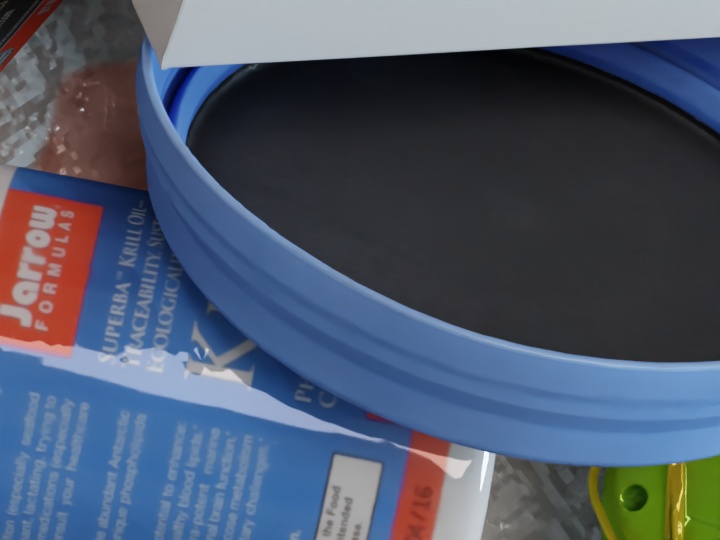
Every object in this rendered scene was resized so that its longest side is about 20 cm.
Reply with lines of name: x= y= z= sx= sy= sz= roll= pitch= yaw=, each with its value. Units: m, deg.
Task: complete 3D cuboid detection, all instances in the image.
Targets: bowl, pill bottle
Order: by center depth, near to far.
bowl: x=0.040 y=-0.025 z=0.723 sx=0.200 sy=0.039 sz=0.201 roll=10 pitch=35 yaw=-7
pill bottle: x=-0.069 y=0.033 z=0.736 sx=0.199 sy=0.112 sz=0.113 roll=10 pitch=69 yaw=-5

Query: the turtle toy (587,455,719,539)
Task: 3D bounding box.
turtle toy: x=0.130 y=0.096 z=0.828 sx=0.145 sy=0.101 sz=0.201 roll=4 pitch=78 yaw=9

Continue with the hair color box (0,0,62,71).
hair color box: x=-0.150 y=-0.148 z=0.783 sx=0.061 sy=0.101 sz=0.200 roll=-22 pitch=85 yaw=-29

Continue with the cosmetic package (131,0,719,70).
cosmetic package: x=0.033 y=-0.099 z=0.736 sx=0.199 sy=0.051 sz=0.083 roll=-5 pitch=48 yaw=-26

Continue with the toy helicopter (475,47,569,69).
toy helicopter: x=0.000 y=0.000 z=0.833 sx=0.200 sy=0.079 sz=0.133 roll=-22 pitch=93 yaw=-18
